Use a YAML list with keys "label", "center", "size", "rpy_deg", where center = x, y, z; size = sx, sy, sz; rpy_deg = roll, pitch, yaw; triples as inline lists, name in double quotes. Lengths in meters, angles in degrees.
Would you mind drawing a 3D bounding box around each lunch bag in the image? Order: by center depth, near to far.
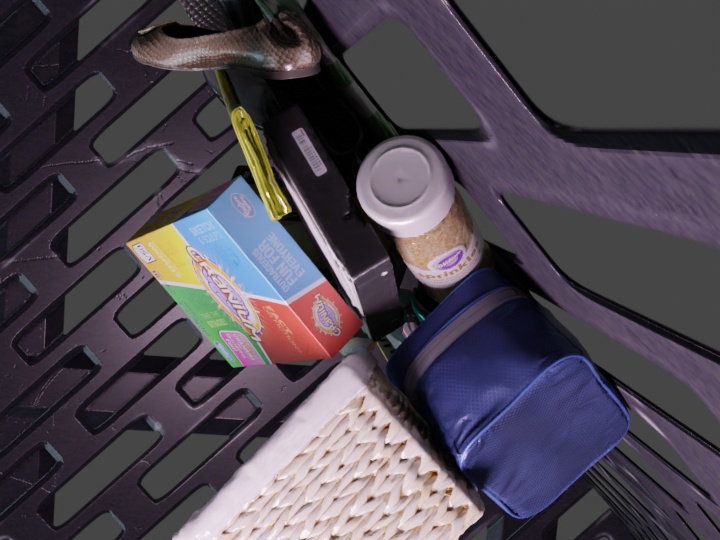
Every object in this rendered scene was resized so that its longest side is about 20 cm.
- label: "lunch bag"
  center: [0.121, 0.099, 0.933]
  size: [0.133, 0.136, 0.200]
  rpy_deg: [50, -178, 39]

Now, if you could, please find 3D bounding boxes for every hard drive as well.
- label: "hard drive"
  center: [-0.018, -0.029, 0.886]
  size: [0.141, 0.038, 0.200]
  rpy_deg: [60, 177, 15]

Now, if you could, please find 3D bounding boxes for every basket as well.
- label: "basket"
  center: [-0.017, 0.186, 0.926]
  size: [0.161, 0.200, 0.198]
  rpy_deg: [43, -179, 3]

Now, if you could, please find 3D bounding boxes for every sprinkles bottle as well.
- label: "sprinkles bottle"
  center: [0.055, -0.033, 0.872]
  size: [0.068, 0.068, 0.200]
  rpy_deg: [50, -179, 25]

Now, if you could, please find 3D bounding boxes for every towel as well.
- label: "towel"
  center: [-0.086, -0.107, 0.872]
  size: [0.200, 0.018, 0.087]
  rpy_deg: [-118, 8, -67]
- label: "towel"
  center: [-0.018, -0.159, 0.931]
  size: [0.201, 0.023, 0.153]
  rpy_deg: [52, 179, -20]

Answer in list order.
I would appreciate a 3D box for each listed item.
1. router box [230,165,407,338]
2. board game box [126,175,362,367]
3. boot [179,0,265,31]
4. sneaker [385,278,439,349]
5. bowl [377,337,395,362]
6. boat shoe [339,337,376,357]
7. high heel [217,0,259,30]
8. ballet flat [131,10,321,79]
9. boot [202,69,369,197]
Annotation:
- label: "router box"
  center: [-0.052, -0.022, 1.074]
  size: [0.197, 0.159, 0.052]
  rpy_deg: [4, 144, 23]
- label: "board game box"
  center: [-0.102, 0.008, 0.934]
  size: [0.153, 0.040, 0.199]
  rpy_deg: [51, 154, -14]
- label: "boot"
  center: [-0.158, -0.299, 1.203]
  size: [0.131, 0.067, 0.200]
  rpy_deg: [58, -176, 39]
- label: "sneaker"
  center: [0.071, 0.034, 1.082]
  size: [0.199, 0.083, 0.122]
  rpy_deg: [34, 144, 49]
- label: "bowl"
  center: [0.094, 0.112, 1.224]
  size: [0.202, 0.094, 0.201]
  rpy_deg: [58, 180, 1]
- label: "boat shoe"
  center: [0.000, 0.000, 1.121]
  size: [0.070, 0.073, 0.202]
  rpy_deg: [70, -153, -48]
- label: "high heel"
  center: [-0.146, -0.286, 0.878]
  size: [0.201, 0.071, 0.143]
  rpy_deg: [50, 171, 14]
- label: "ballet flat"
  center: [-0.107, -0.179, 0.873]
  size: [0.198, 0.067, 0.047]
  rpy_deg: [15, 120, 42]
- label: "boot"
  center: [-0.064, -0.153, 0.953]
  size: [0.199, 0.070, 0.132]
  rpy_deg: [38, 172, 14]
